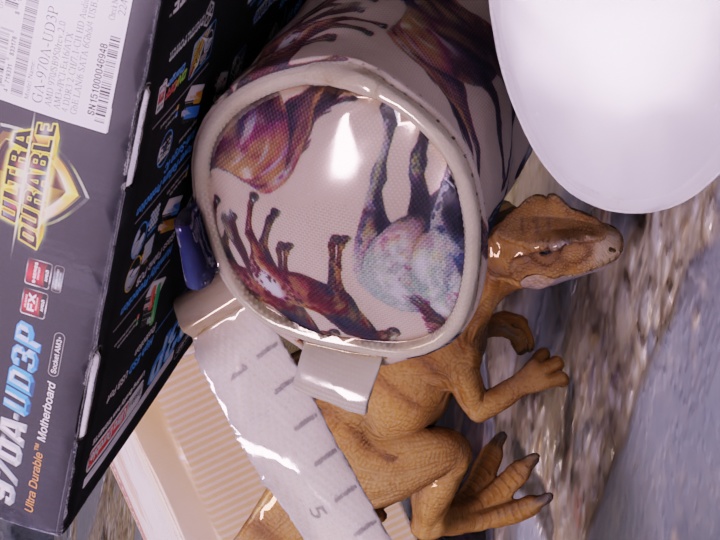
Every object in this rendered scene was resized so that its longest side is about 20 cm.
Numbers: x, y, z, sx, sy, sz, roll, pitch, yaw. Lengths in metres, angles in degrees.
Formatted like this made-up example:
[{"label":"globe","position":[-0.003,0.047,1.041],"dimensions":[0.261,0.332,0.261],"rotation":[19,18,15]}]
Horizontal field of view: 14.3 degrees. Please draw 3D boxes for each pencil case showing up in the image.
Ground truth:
[{"label":"pencil case","position":[0.019,-0.050,0.750],"dimensions":[0.200,0.077,0.090],"rotation":[-57,-11,-58]}]

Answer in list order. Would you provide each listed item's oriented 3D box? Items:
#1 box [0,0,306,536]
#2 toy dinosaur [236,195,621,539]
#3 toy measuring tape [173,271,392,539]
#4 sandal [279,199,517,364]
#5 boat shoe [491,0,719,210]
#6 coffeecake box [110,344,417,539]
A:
[{"label":"box","position":[-0.049,-0.052,0.737],"dimensions":[0.200,0.046,0.160],"rotation":[-59,-14,-56]},{"label":"toy dinosaur","position":[-0.005,0.055,0.811],"dimensions":[0.200,0.106,0.060],"rotation":[-50,57,4]},{"label":"toy measuring tape","position":[0.017,0.084,0.747],"dimensions":[0.201,0.073,0.074],"rotation":[59,171,-3]},{"label":"sandal","position":[0.000,0.000,0.883],"dimensions":[0.080,0.054,0.200],"rotation":[-53,-17,11]},{"label":"boat shoe","position":[0.069,-0.117,0.661],"dimensions":[0.066,0.072,0.201],"rotation":[-27,-67,-67]},{"label":"coffeecake box","position":[-0.033,0.095,1.018],"dimensions":[0.154,0.073,0.200],"rotation":[65,171,-2]}]
